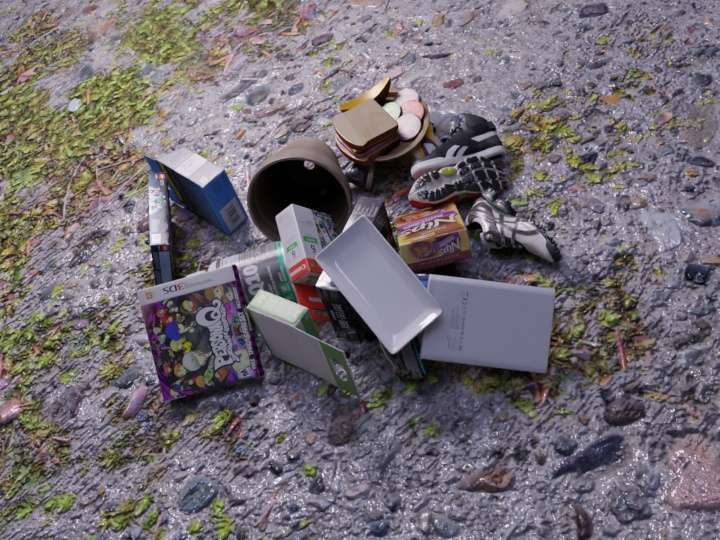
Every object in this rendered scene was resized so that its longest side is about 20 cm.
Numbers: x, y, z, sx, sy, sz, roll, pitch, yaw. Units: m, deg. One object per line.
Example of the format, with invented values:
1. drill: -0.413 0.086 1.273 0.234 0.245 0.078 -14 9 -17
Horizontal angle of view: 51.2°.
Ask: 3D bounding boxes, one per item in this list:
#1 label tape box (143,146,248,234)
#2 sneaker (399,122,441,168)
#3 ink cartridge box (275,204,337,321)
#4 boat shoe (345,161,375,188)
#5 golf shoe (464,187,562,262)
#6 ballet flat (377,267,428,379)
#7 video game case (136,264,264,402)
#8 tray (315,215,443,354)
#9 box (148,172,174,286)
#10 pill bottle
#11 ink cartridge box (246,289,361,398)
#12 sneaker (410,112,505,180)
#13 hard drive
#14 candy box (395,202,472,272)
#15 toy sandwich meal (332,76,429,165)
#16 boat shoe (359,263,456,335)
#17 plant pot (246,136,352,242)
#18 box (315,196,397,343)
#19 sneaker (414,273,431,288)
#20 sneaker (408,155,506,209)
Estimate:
1. label tape box: -0.336 -0.174 1.541 0.199 0.145 0.063 30 65 32
2. sneaker: 0.106 -0.285 1.555 0.089 0.075 0.201 -23 56 -13
3. ink cartridge box: -0.076 -0.011 1.327 0.050 0.108 0.202 -32 63 32
4. boat shoe: 0.003 -0.257 1.550 0.062 0.073 0.202 6 58 -1
5. golf shoe: 0.269 -0.059 1.335 0.095 0.078 0.200 -47 51 1
6. ballet flat: 0.055 0.083 1.221 0.071 0.072 0.202 -13 95 5
7. video game case: -0.277 0.108 1.301 0.180 0.036 0.202 -14 89 7
8. tray: 0.029 0.022 1.175 0.107 0.022 0.200 -40 78 4
9. box: -0.393 -0.076 1.484 0.037 0.137 0.201 -4 50 -12
10. pill bottle: -0.210 0.025 1.371 0.198 0.114 0.114 -18 50 3
11. ink cartridge box: -0.082 0.120 1.237 0.199 0.146 0.048 19 58 28
12. sneaker: 0.175 -0.245 1.468 0.198 0.073 0.113 -14 70 -17
13. hard drive: 0.199 0.084 1.181 0.198 0.025 0.133 7 90 -1
14. candy box: 0.124 -0.061 1.315 0.116 0.057 0.200 -14 18 5
15. toy sandwich meal: 0.038 -0.300 1.490 0.203 0.070 0.207 -7 59 12
16. boat shoe: 0.077 0.037 1.312 0.199 0.076 0.074 -35 44 -20
17. plant pot: -0.107 -0.169 1.462 0.198 0.201 0.174 -7 34 10
18. box: 0.000 0.000 1.301 0.049 0.158 0.201 11 57 23
19. sneaker: 0.162 0.065 1.228 0.199 0.074 0.083 25 89 8
20. sneaker: 0.181 -0.162 1.430 0.198 0.085 0.078 -11 76 -17
